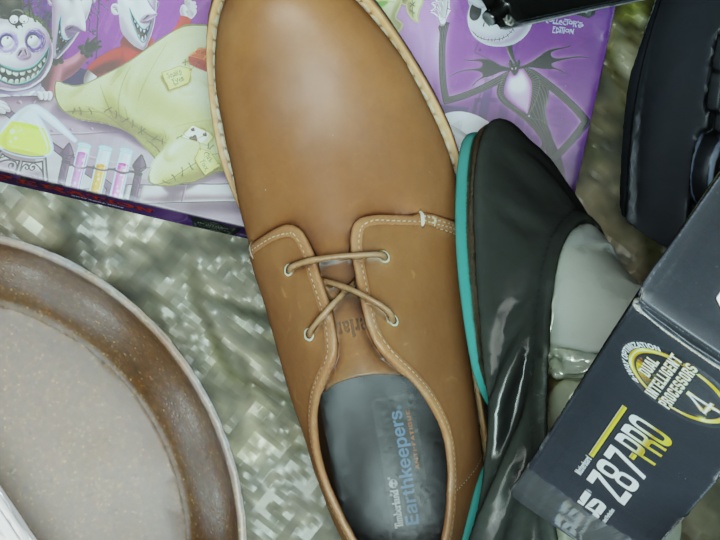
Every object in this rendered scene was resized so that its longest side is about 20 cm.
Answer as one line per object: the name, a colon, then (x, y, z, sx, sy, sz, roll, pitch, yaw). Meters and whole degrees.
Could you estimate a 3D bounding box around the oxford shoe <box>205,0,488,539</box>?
oxford shoe: (0.000, 0.000, 0.899, 0.071, 0.071, 0.200, -16, 98, 9)

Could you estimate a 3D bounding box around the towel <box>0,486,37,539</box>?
towel: (-0.203, 0.103, 0.900, 0.200, 0.032, 0.191, -34, 85, -3)

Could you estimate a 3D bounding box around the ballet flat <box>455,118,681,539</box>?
ballet flat: (0.063, 0.049, 0.878, 0.068, 0.068, 0.200, -5, 70, 21)

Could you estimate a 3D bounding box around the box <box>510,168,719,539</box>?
box: (0.124, -0.027, 0.791, 0.049, 0.161, 0.200, 34, 69, 7)

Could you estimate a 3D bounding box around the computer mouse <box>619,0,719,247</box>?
computer mouse: (0.137, -0.039, 0.910, 0.140, 0.046, 0.200, 19, 84, 32)

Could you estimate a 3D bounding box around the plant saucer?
plant saucer: (-0.135, 0.087, 0.933, 0.200, 0.034, 0.201, 0, 86, 0)

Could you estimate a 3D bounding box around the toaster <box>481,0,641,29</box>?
toaster: (0.065, -0.180, 0.847, 0.119, 0.181, 0.200, -42, 107, -25)

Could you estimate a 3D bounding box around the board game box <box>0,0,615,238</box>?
board game box: (-0.024, -0.069, 0.952, 0.200, 0.032, 0.120, 12, 81, 1)
